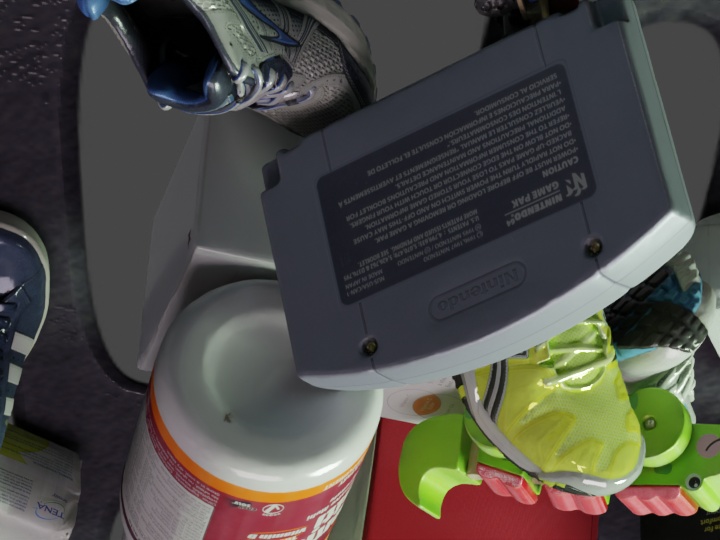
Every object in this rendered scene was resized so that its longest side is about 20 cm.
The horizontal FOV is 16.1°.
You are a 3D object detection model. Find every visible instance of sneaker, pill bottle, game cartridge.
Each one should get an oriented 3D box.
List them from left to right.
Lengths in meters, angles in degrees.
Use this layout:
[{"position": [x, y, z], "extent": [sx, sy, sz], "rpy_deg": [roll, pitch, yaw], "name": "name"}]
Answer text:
[{"position": [-0.214, 0.060, 1.382], "extent": [0.075, 0.085, 0.201], "rpy_deg": [10, 129, -10], "name": "sneaker"}, {"position": [-0.066, -0.099, 1.155], "extent": [0.077, 0.086, 0.200], "rpy_deg": [-21, 140, 32], "name": "sneaker"}, {"position": [-0.060, 0.098, 1.254], "extent": [0.109, 0.110, 0.200], "rpy_deg": [9, 148, -8], "name": "pill bottle"}, {"position": [0.050, -0.026, 1.141], "extent": [0.199, 0.134, 0.041], "rpy_deg": [-24, 158, 26], "name": "game cartridge"}, {"position": [0.077, 0.012, 1.189], "extent": [0.075, 0.201, 0.076], "rpy_deg": [-22, 170, -25], "name": "sneaker"}, {"position": [0.149, 0.047, 1.296], "extent": [0.087, 0.075, 0.200], "rpy_deg": [51, 170, -3], "name": "sneaker"}]

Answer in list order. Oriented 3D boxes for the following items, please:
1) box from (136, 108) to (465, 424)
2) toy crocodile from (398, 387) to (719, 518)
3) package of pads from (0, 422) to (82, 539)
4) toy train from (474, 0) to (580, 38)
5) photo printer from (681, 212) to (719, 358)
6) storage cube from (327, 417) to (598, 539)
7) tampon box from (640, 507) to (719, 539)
[{"position": [0.000, 0.000, 1.288], "extent": [0.199, 0.098, 0.125], "rpy_deg": [12, 146, -13], "name": "box"}, {"position": [0.115, 0.095, 1.259], "extent": [0.199, 0.062, 0.068], "rpy_deg": [3, 159, 20], "name": "toy crocodile"}, {"position": [-0.281, 0.149, 1.564], "extent": [0.154, 0.068, 0.200], "rpy_deg": [26, 141, -29], "name": "package of pads"}, {"position": [0.087, -0.105, 1.179], "extent": [0.046, 0.034, 0.200], "rpy_deg": [-9, 144, 15], "name": "toy train"}, {"position": [0.274, 0.036, 1.342], "extent": [0.166, 0.070, 0.200], "rpy_deg": [-10, 144, 19], "name": "photo printer"}, {"position": [0.015, 0.179, 1.472], "extent": [0.180, 0.201, 0.171], "rpy_deg": [34, 137, -29], "name": "storage cube"}, {"position": [0.253, 0.210, 1.489], "extent": [0.149, 0.201, 0.126], "rpy_deg": [-13, 143, 24], "name": "tampon box"}]
